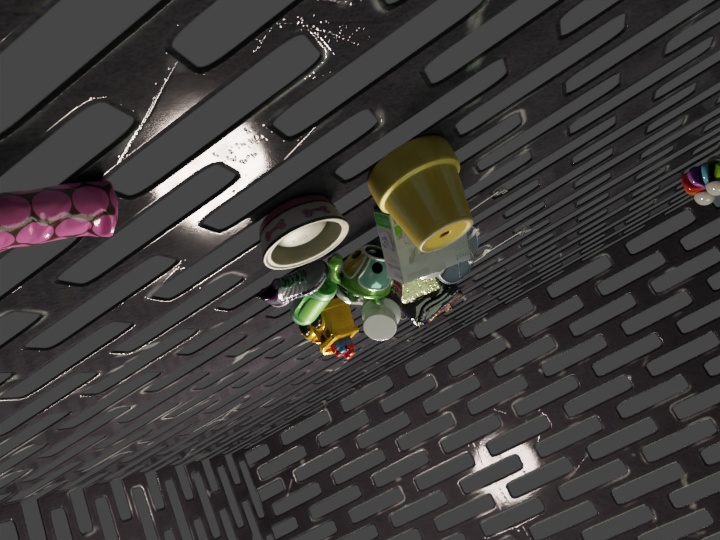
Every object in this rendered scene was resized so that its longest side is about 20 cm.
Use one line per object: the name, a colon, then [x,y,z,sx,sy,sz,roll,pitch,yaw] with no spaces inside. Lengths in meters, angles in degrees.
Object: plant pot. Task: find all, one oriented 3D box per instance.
plant pot: [0.141,-0.151,1.263,0.199,0.190,0.201,-23,163,-8]

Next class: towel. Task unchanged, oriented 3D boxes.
towel: [0.150,0.005,1.785,0.147,0.037,0.201,-24,123,13]

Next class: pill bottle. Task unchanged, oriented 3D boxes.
pill bottle: [0.062,0.101,1.702,0.116,0.116,0.201,-35,-156,25]

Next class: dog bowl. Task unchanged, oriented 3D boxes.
dog bowl: [-0.127,-0.084,1.261,0.198,0.074,0.200,-24,162,-8]

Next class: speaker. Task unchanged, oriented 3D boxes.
speaker: [-0.136,0.082,1.683,0.088,0.089,0.200,-14,158,-33]

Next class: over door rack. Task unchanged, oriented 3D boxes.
over door rack: [0.361,-0.132,1.689,0.199,0.149,0.067,-31,167,16]

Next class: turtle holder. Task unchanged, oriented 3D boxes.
turtle holder: [0.006,-0.004,1.602,0.141,0.184,0.133,-58,171,-59]

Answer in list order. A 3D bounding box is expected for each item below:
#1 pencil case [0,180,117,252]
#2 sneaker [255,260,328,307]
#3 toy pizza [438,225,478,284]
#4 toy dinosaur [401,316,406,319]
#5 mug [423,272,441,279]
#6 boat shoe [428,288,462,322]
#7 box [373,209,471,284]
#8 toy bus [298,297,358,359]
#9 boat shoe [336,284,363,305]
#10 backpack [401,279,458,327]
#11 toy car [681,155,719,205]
pencil case: [-0.447,-0.071,0.837,0.198,0.091,0.095,-13,123,-30]
sneaker: [-0.175,0.035,1.525,0.199,0.075,0.087,-33,156,21]
toy pizza: [0.289,-0.058,1.814,0.199,0.032,0.203,-16,115,-37]
toy dinosaur: [0.233,0.137,2.390,0.198,0.077,0.103,-13,146,-22]
mug: [0.185,-0.096,1.616,0.148,0.188,0.154,9,146,-3]
boat shoe: [0.372,0.156,2.610,0.199,0.071,0.070,-34,160,17]
box: [0.155,-0.086,1.448,0.198,0.178,0.097,-21,-161,-19]
toy bus: [-0.092,0.207,1.914,0.135,0.193,0.200,-14,160,-36]
boat shoe: [0.007,0.071,1.824,0.199,0.069,0.057,20,126,-36]
backpack: [0.209,0.044,1.924,0.200,0.168,0.162,-39,115,21]
toy car: [1.469,-0.393,2.535,0.148,0.177,0.200,11,160,3]
